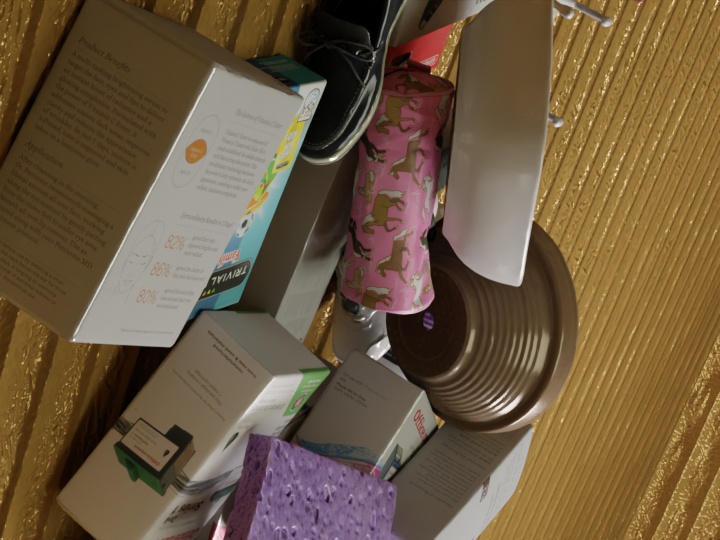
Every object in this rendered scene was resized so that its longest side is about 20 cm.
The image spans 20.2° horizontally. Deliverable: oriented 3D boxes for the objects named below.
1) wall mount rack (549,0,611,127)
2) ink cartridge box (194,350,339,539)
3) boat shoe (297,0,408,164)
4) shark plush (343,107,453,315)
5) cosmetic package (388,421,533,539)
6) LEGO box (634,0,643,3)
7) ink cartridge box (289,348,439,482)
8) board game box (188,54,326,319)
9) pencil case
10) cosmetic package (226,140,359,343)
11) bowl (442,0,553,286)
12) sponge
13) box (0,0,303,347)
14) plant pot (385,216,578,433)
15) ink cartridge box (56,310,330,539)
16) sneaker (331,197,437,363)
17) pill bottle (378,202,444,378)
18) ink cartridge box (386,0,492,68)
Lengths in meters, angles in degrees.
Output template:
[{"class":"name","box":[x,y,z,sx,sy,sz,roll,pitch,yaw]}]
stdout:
[{"class":"wall mount rack","box":[0.177,-0.208,1.978,0.201,0.074,0.173,-65,160,13]},{"class":"ink cartridge box","box":[-0.104,0.170,1.823,0.200,0.082,0.148,-32,147,-52]},{"class":"boat shoe","box":[-0.010,-0.180,1.569,0.062,0.074,0.202,8,106,-64]},{"class":"shark plush","box":[0.042,-0.055,1.752,0.091,0.083,0.202,-11,-126,59]},{"class":"cosmetic package","box":[0.074,0.212,1.831,0.200,0.074,0.102,-46,155,-42]},{"class":"LEGO box","box":[0.320,-0.388,2.063,0.200,0.077,0.150,-41,154,-41]},{"class":"ink cartridge box","box":[-0.018,0.190,1.809,0.201,0.087,0.146,-57,161,-16]},{"class":"board game box","box":[-0.112,-0.058,1.527,0.151,0.047,0.201,-21,137,-60]},{"class":"pencil case","box":[0.030,-0.068,1.653,0.082,0.087,0.202,-3,113,-18]},{"class":"cosmetic package","box":[-0.050,-0.029,1.716,0.082,0.050,0.201,-10,127,-61]},{"class":"bowl","box":[0.110,-0.109,1.653,0.201,0.074,0.201,93,2,-53]},{"class":"sponge","box":[-0.040,0.209,1.644,0.200,0.030,0.113,28,71,-53]},{"class":"box","box":[-0.150,-0.062,1.337,0.201,0.106,0.152,-61,160,7]},{"class":"plant pot","box":[0.089,0.045,1.780,0.092,0.201,0.202,-1,122,-46]},{"class":"ink cartridge box","box":[-0.134,0.133,1.631,0.201,0.084,0.146,-52,166,11]},{"class":"sneaker","box":[0.000,0.000,1.869,0.099,0.077,0.202,-14,123,-55]},{"class":"pill bottle","box":[0.068,0.041,2.015,0.112,0.112,0.201,-15,133,-63]},{"class":"ink cartridge box","box":[0.060,-0.222,1.718,0.200,0.044,0.177,-30,144,-54]}]
